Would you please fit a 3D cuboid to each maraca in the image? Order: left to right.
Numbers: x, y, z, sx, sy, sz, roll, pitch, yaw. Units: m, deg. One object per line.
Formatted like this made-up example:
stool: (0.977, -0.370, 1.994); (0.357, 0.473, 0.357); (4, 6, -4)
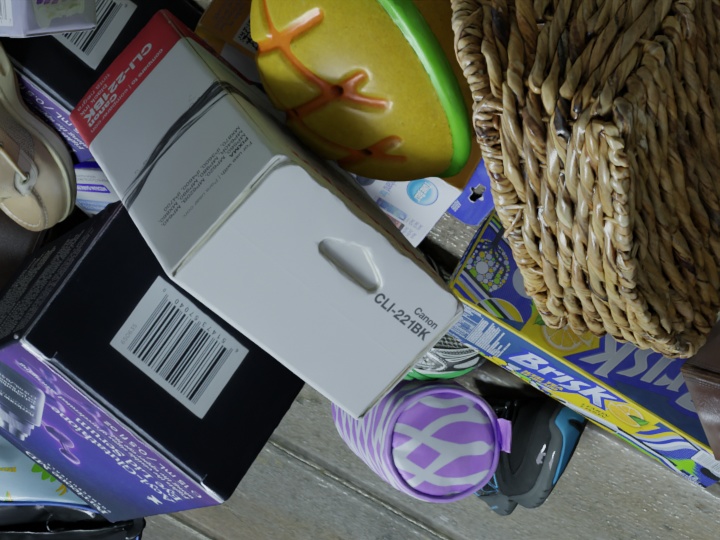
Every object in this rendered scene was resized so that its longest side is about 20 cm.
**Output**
maraca: (-0.003, -0.124, 1.006); (0.137, 0.107, 0.201); (29, 154, 43)

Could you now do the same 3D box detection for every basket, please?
basket: (0.094, -0.059, 0.966); (0.148, 0.143, 0.200); (18, 155, 28)

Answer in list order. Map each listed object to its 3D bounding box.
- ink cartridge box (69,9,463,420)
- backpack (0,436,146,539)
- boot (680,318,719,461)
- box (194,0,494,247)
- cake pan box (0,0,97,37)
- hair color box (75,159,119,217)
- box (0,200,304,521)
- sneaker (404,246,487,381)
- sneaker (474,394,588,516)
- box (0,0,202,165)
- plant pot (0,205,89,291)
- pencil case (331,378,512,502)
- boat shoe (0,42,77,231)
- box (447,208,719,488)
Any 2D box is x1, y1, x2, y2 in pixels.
ink cartridge box: (-0.052, -0.032, 1.068); (0.144, 0.084, 0.200); (39, -174, -34)
backpack: (-0.243, 0.119, 1.388); (0.198, 0.148, 0.183); (2, 161, -6)
boot: (0.257, 0.115, 1.099); (0.199, 0.188, 0.064); (12, 175, 34)
box: (-0.012, -0.080, 1.203); (0.199, 0.042, 0.119); (34, 159, -1)
cake pan box: (-0.207, -0.209, 1.014); (0.199, 0.052, 0.186); (7, 105, 45)
hair color box: (-0.113, -0.029, 1.414); (0.109, 0.065, 0.200); (5, 149, 50)
box: (-0.141, 0.059, 1.205); (0.148, 0.105, 0.200); (40, 156, -13)
sneaker: (0.000, 0.000, 1.308); (0.199, 0.078, 0.085); (31, 158, 1)
sneaker: (0.100, 0.123, 1.451); (0.082, 0.073, 0.200); (33, 158, -2)
box: (-0.213, -0.141, 1.245); (0.148, 0.105, 0.200); (38, 157, -20)
plant pot: (-0.298, -0.036, 1.480); (0.197, 0.201, 0.201); (21, 157, 11)
pencil case: (0.036, 0.103, 1.402); (0.085, 0.085, 0.200); (1, -173, -11)
boat shoe: (-0.217, -0.072, 1.169); (0.072, 0.065, 0.200); (22, 158, 19)
box: (0.145, 0.046, 1.226); (0.199, 0.070, 0.064); (31, 161, -1)
